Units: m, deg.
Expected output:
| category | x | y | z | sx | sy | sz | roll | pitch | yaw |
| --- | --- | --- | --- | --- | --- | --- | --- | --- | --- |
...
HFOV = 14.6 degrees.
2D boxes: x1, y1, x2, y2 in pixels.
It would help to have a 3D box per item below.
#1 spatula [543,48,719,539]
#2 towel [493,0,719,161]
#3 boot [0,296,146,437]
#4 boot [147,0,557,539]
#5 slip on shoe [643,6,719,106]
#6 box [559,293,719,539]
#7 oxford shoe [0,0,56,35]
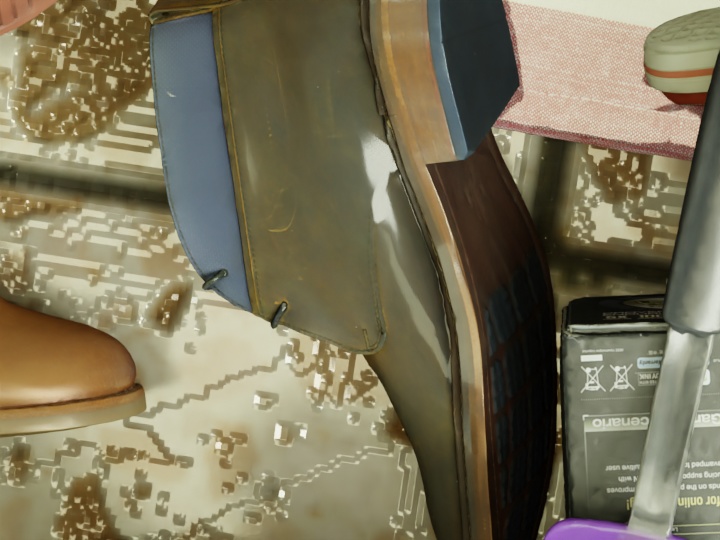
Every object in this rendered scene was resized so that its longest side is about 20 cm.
| category | x | y | z | sx | sy | sz | roll | pitch | yaw |
| --- | --- | --- | --- | --- | --- | --- | --- | --- | --- |
| spatula | 0.085 | 0.031 | 0.748 | 0.056 | 0.021 | 0.201 | 12 | 91 | 5 |
| towel | 0.067 | -0.139 | 0.824 | 0.143 | 0.023 | 0.201 | 11 | 95 | 4 |
| boot | -0.151 | -0.035 | 0.831 | 0.199 | 0.077 | 0.156 | 10 | 91 | 11 |
| boot | 0.000 | 0.000 | 0.821 | 0.097 | 0.075 | 0.201 | 0 | 109 | 22 |
| slip on shoe | 0.175 | -0.039 | 0.790 | 0.199 | 0.074 | 0.061 | 9 | 101 | -12 |
| box | 0.159 | 0.087 | 0.802 | 0.199 | 0.086 | 0.164 | -3 | 94 | 5 |
| oxford shoe | -0.103 | -0.119 | 0.801 | 0.199 | 0.071 | 0.074 | -24 | 61 | -19 |
